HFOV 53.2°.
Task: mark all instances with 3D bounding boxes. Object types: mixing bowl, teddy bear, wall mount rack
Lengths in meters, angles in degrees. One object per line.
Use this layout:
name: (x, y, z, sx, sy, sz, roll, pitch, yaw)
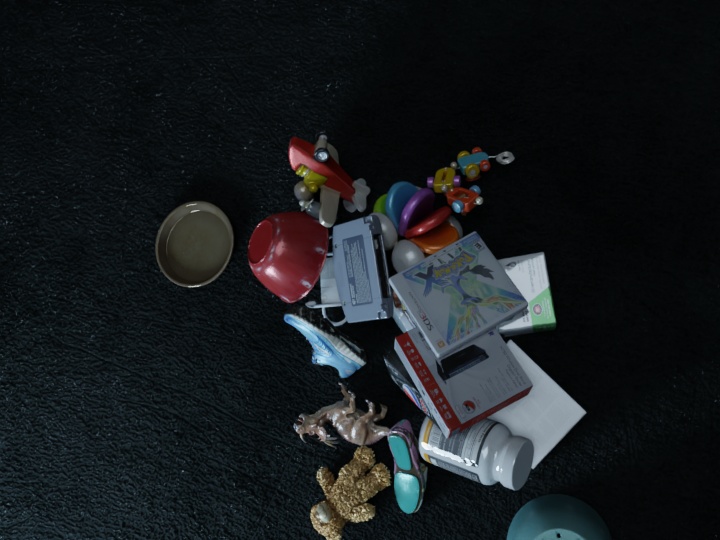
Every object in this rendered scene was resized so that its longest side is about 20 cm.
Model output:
mixing bowl: (-0.166, -0.043, 1.509, 0.199, 0.108, 0.203, -27, 54, 43)
teddy bear: (-0.027, 0.452, 1.457, 0.199, 0.067, 0.146, -32, 72, 6)
wall mount rack: (-0.033, 0.013, 1.535, 0.171, 0.075, 0.203, -5, 80, 11)

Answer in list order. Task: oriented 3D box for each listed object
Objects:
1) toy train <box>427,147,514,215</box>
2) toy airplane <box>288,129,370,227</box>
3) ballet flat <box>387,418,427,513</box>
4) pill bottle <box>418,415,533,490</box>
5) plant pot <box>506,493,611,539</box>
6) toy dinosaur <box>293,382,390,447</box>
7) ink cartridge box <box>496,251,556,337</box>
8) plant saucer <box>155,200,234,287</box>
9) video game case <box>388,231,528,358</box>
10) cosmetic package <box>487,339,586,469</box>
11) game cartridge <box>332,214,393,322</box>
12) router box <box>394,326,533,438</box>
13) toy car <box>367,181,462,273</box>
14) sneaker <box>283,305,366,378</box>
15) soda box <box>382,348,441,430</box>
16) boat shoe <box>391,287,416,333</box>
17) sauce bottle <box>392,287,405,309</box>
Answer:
toy train: (0.225, -0.177, 1.470, 0.149, 0.056, 0.200, 21, 50, 37)
toy airplane: (-0.075, -0.187, 1.538, 0.140, 0.200, 0.201, -28, 85, 24)
ballet flat: (0.099, 0.384, 1.424, 0.068, 0.071, 0.202, 4, 116, 34)
pill bottle: (0.218, 0.336, 1.363, 0.198, 0.116, 0.118, 13, 83, 36)
plant pot: (0.361, 0.519, 1.297, 0.198, 0.161, 0.204, -2, 80, 14)
toy dinosaur: (-0.023, 0.319, 1.474, 0.198, 0.086, 0.137, 24, 87, 12)
ink cartridge box: (0.281, 0.057, 1.441, 0.197, 0.084, 0.148, -10, 77, 13)
plant saucer: (-0.379, -0.060, 1.660, 0.197, 0.029, 0.203, -2, 80, 13)
video game case: (0.182, 0.041, 1.345, 0.198, 0.022, 0.183, -28, 64, -10)
cosmetic package: (0.317, 0.261, 1.412, 0.151, 0.052, 0.200, -46, 73, 2)
game cartridge: (0.000, 0.000, 1.436, 0.133, 0.041, 0.203, -11, 86, 53)
router box: (0.185, 0.175, 1.318, 0.178, 0.049, 0.201, -25, 63, -13)
toy car: (0.116, -0.098, 1.451, 0.200, 0.151, 0.174, 44, 57, 14)
sneaker: (-0.085, 0.156, 1.500, 0.199, 0.078, 0.090, 39, 105, -5)
soda box: (0.124, 0.221, 1.404, 0.070, 0.064, 0.200, -29, 36, -15)
boat shoe: (0.121, 0.112, 1.489, 0.066, 0.074, 0.201, -32, 83, -9)
sauce bottle: (0.162, 0.039, 1.398, 0.197, 0.066, 0.067, -5, 79, 14)
